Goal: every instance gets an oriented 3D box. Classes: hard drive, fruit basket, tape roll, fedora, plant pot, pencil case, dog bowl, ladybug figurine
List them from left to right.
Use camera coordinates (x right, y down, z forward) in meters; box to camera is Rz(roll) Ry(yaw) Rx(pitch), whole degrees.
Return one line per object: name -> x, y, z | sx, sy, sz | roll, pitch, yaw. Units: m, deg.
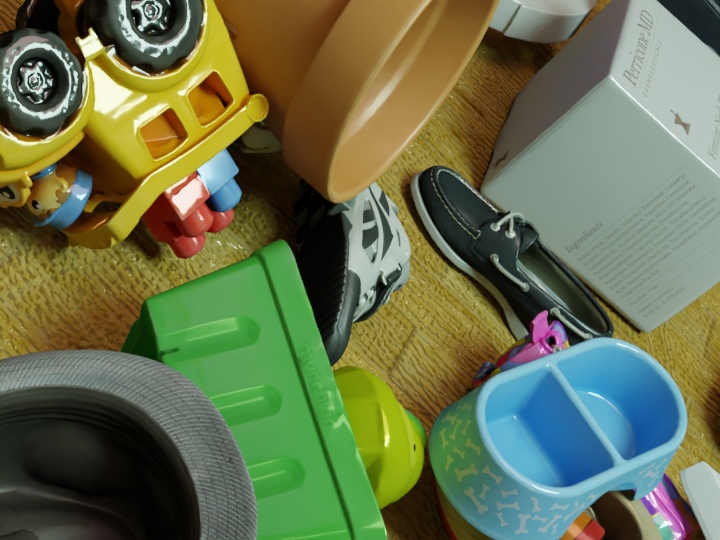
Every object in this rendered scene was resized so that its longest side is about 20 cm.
fedora -> -0.159, 0.137, 0.780 | 0.199, 0.090, 0.178 | -20, 70, -33
fruit basket -> -0.030, 0.100, 0.919 | 0.214, 0.156, 0.217 | 11, 56, -17
plant pot -> -0.014, -0.166, 1.010 | 0.140, 0.201, 0.200 | 37, 37, 10
tape roll -> 0.129, -0.291, 1.436 | 0.201, 0.037, 0.204 | 21, 38, -17
ladybug figurine -> 0.120, 0.173, 1.034 | 0.135, 0.072, 0.200 | -30, 73, -40
dog bowl -> 0.137, 0.105, 1.011 | 0.199, 0.050, 0.112 | -15, 62, -39
pencil case -> 0.163, 0.132, 1.117 | 0.201, 0.088, 0.088 | 54, 38, 4
hard drive -> 0.289, 0.218, 1.144 | 0.200, 0.027, 0.133 | 33, 32, -64

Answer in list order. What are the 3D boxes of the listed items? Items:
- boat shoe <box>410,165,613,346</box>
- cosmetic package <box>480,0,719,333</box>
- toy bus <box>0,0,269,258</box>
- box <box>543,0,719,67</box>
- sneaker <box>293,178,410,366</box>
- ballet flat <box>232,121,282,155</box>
boat shoe -> 0.121, -0.011, 1.211 | 0.200, 0.060, 0.076 | 48, 38, -3
cosmetic package -> 0.238, -0.094, 1.310 | 0.200, 0.166, 0.168 | 39, 39, -12
toy bus -> -0.157, -0.080, 0.945 | 0.200, 0.135, 0.193 | -40, 114, -28
box -> 0.292, -0.203, 1.424 | 0.148, 0.200, 0.104 | 49, 38, 0
sneaker -> 0.000, 0.000, 1.072 | 0.088, 0.074, 0.201 | 34, 38, -23
ballet flat -> -0.095, -0.117, 1.078 | 0.199, 0.071, 0.071 | 19, 47, -26
